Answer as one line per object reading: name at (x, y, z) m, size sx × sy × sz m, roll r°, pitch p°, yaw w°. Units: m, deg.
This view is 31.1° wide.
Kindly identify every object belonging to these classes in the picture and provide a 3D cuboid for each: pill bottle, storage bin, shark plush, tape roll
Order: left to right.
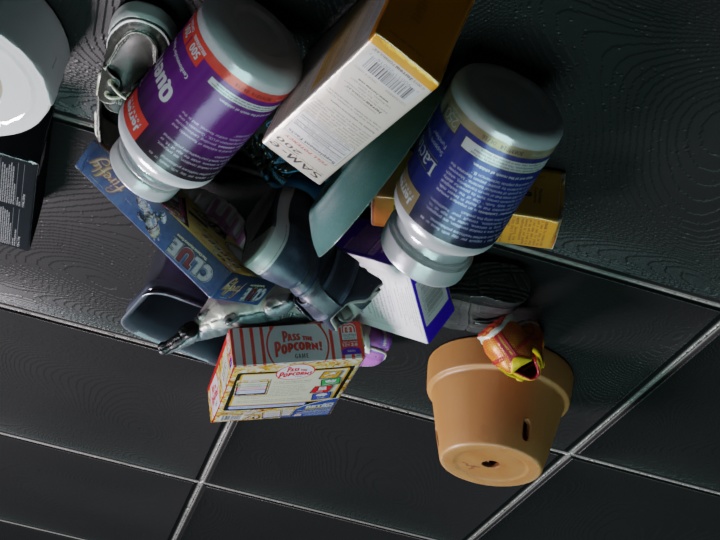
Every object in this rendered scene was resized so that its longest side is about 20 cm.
tape roll at (-0.392, -0.218, 1.272) m, size 0.200 × 0.071 × 0.203 m, roll 7°, pitch 149°, yaw 5°
pill bottle at (-0.151, -0.155, 1.211) m, size 0.112 × 0.113 × 0.200 m, roll 28°, pitch 125°, yaw -28°
storage bin at (-0.170, 0.026, 1.551) m, size 0.198 × 0.136 × 0.145 m, roll 23°, pitch 147°, yaw -20°
shark plush at (-0.127, 0.059, 1.429) m, size 0.199 × 0.091 × 0.084 m, roll -31°, pitch 137°, yaw -3°
pill bottle at (0.101, -0.087, 1.241) m, size 0.115 × 0.116 × 0.201 m, roll 18°, pitch 127°, yaw -14°

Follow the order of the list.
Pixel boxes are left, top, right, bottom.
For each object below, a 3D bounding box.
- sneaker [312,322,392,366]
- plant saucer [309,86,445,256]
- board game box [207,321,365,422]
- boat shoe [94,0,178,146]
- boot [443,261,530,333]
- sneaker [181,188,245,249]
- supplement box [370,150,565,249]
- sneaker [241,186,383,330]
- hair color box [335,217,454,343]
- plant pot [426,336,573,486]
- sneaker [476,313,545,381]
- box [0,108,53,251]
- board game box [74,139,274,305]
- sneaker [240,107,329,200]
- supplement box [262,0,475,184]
sneaker at (-0.020, 0.071, 1.653) m, size 0.113 × 0.073 × 0.201 m, roll -1°, pitch 158°, yaw 12°
plant saucer at (0.007, -0.104, 1.235) m, size 0.036 × 0.201 × 0.200 m, roll 37°, pitch 145°, yaw -7°
board game box at (-0.089, 0.120, 1.493) m, size 0.150 × 0.047 × 0.200 m, roll -2°, pitch 156°, yaw -16°
boat shoe at (-0.225, -0.184, 1.283) m, size 0.070 × 0.064 × 0.200 m, roll 16°, pitch 149°, yaw -8°
boot at (0.093, 0.028, 1.546) m, size 0.198 × 0.070 × 0.132 m, roll 19°, pitch 154°, yaw -6°
sneaker at (-0.188, -0.052, 1.436) m, size 0.200 × 0.080 × 0.089 m, roll 42°, pitch 169°, yaw 16°
supplement box at (0.113, -0.075, 1.364) m, size 0.198 × 0.067 × 0.069 m, roll 8°, pitch 150°, yaw 6°
sneaker at (-0.048, -0.021, 1.362) m, size 0.146 × 0.203 × 0.077 m, roll 35°, pitch 116°, yaw -17°
hair color box at (0.000, 0.000, 1.439) m, size 0.198 × 0.065 × 0.110 m, roll 15°, pitch 138°, yaw 33°
plant pot at (0.181, 0.196, 1.725) m, size 0.198 × 0.141 × 0.201 m, roll 7°, pitch 150°, yaw 4°
sneaker at (0.190, 0.103, 1.571) m, size 0.073 × 0.078 × 0.200 m, roll -36°, pitch 167°, yaw 14°
box at (-0.424, -0.115, 1.446) m, size 0.140 × 0.080 × 0.200 m, roll 13°, pitch 150°, yaw -11°
board game box at (-0.185, -0.046, 1.317) m, size 0.200 × 0.035 × 0.135 m, roll 43°, pitch -173°, yaw 15°
sneaker at (-0.091, -0.134, 1.309) m, size 0.198 × 0.083 × 0.073 m, roll 23°, pitch 148°, yaw -20°
supplement box at (0.007, -0.179, 1.151) m, size 0.073 × 0.127 × 0.200 m, roll 35°, pitch 144°, yaw -16°
